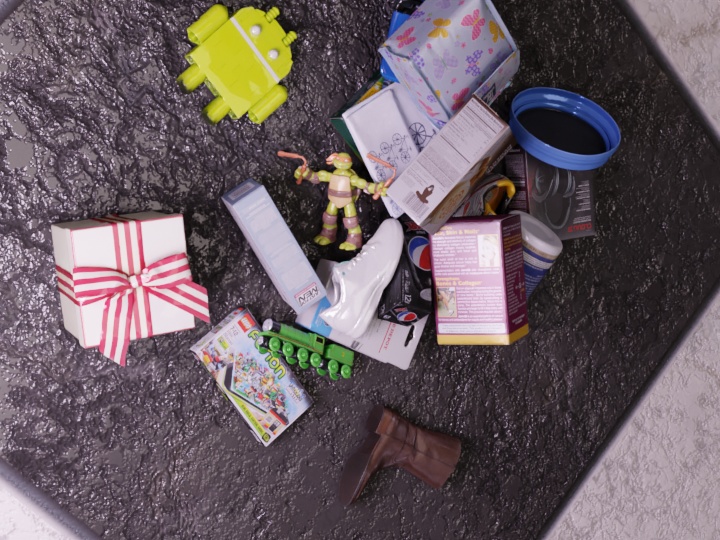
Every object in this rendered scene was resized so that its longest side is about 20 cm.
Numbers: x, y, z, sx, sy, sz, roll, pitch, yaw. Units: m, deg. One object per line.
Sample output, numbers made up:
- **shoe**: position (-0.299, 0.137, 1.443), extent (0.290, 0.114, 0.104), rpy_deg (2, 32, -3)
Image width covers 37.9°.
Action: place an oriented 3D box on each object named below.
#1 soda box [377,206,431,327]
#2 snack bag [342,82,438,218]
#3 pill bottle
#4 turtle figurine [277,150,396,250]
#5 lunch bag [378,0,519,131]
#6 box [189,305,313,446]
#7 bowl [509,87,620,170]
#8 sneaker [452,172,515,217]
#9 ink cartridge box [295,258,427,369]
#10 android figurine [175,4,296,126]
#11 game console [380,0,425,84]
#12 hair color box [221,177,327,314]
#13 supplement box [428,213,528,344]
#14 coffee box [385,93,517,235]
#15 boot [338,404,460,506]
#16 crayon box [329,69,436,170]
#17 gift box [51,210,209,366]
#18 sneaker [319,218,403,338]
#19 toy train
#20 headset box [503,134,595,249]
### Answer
- **soda box**: position (0.072, -0.016, 1.712), extent (0.063, 0.071, 0.203), rpy_deg (17, 58, -28)
- **snack bag**: position (0.082, -0.214, 1.708), extent (0.199, 0.021, 0.190), rpy_deg (-36, 108, -28)
- **pill bottle**: position (0.248, 0.008, 1.799), extent (0.110, 0.112, 0.201), rpy_deg (20, 115, -27)
- **turtle figurine**: position (-0.039, -0.122, 1.680), extent (0.197, 0.064, 0.164), rpy_deg (9, 111, 13)
- **lunch bag**: position (0.155, -0.322, 1.638), extent (0.170, 0.127, 0.200), rpy_deg (-45, 131, -7)
- **box**: position (-0.172, 0.169, 1.675), extent (0.110, 0.035, 0.201), rpy_deg (-41, 112, -18)
- **bowl**: position (0.352, -0.246, 1.824), extent (0.198, 0.202, 0.040), rpy_deg (-9, 137, -26)
- **sneaker**: position (0.196, -0.085, 1.810), extent (0.077, 0.082, 0.202), rpy_deg (35, 80, -25)
- **ink cartridge box**: position (0.005, 0.075, 1.737), extent (0.198, 0.066, 0.117), rpy_deg (27, 82, -26)
- **android figurine**: position (-0.184, -0.321, 1.615), extent (0.200, 0.041, 0.183), rpy_deg (-43, 112, -15)
- **game console**: position (0.117, -0.386, 1.733), extent (0.197, 0.172, 0.119), rpy_deg (13, 125, -28)
- **hair color box**: position (-0.134, -0.039, 1.632), extent (0.060, 0.099, 0.202), rpy_deg (-32, 109, -8)
- **supplement box**: position (0.193, 0.014, 1.708), extent (0.103, 0.129, 0.204), rpy_deg (-17, 104, -61)
- **coffee box**: position (0.142, -0.160, 1.615), extent (0.080, 0.114, 0.200), rpy_deg (44, 95, 14)
- **boot**: position (0.074, 0.348, 1.811), extent (0.199, 0.064, 0.188), rpy_deg (30, 84, -31)
- **crayon box**: position (0.058, -0.216, 1.742), extent (0.126, 0.051, 0.201), rpy_deg (-46, 114, -16)
- **gift box**: position (-0.329, 0.020, 1.495), extent (0.182, 0.186, 0.203), rpy_deg (-15, 101, -24)
- **sneaker**: position (0.000, 0.000, 1.655), extent (0.088, 0.075, 0.202), rpy_deg (26, 79, -17)
- **toy train**: position (-0.086, 0.127, 1.689), extent (0.199, 0.041, 0.057), rpy_deg (26, 63, -40)
- **headset box**: position (0.339, -0.135, 1.881), extent (0.147, 0.077, 0.204), rpy_deg (-8, 98, -26)
